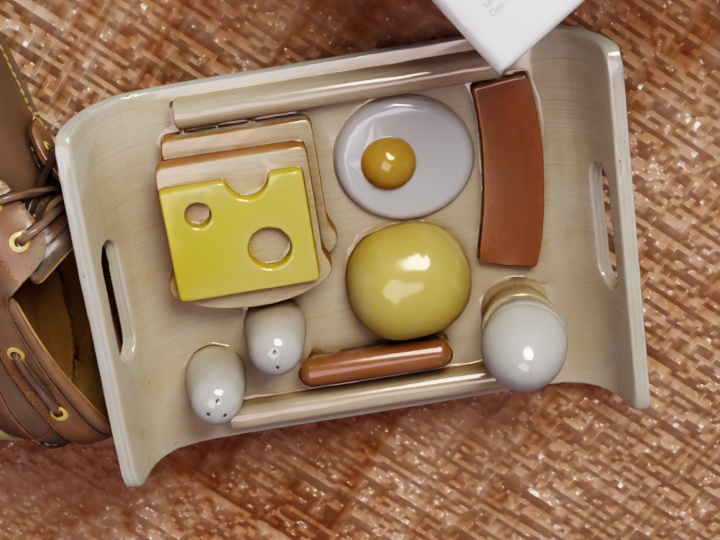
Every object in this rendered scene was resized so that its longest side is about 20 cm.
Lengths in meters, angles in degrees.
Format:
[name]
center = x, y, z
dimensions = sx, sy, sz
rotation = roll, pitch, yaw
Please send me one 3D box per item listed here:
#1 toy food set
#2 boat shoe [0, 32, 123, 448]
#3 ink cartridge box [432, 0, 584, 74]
[toy food set]
center = 0.000, 0.000, 0.693
dimensions = 0.198, 0.061, 0.145
rotation = -9, 114, 0
[boat shoe]
center = -0.128, -0.023, 0.702
dimensions = 0.067, 0.072, 0.201
rotation = 7, 125, 32
[ink cartridge box]
center = 0.033, -0.188, 0.591
dimensions = 0.146, 0.084, 0.200
rotation = -40, 97, 23
